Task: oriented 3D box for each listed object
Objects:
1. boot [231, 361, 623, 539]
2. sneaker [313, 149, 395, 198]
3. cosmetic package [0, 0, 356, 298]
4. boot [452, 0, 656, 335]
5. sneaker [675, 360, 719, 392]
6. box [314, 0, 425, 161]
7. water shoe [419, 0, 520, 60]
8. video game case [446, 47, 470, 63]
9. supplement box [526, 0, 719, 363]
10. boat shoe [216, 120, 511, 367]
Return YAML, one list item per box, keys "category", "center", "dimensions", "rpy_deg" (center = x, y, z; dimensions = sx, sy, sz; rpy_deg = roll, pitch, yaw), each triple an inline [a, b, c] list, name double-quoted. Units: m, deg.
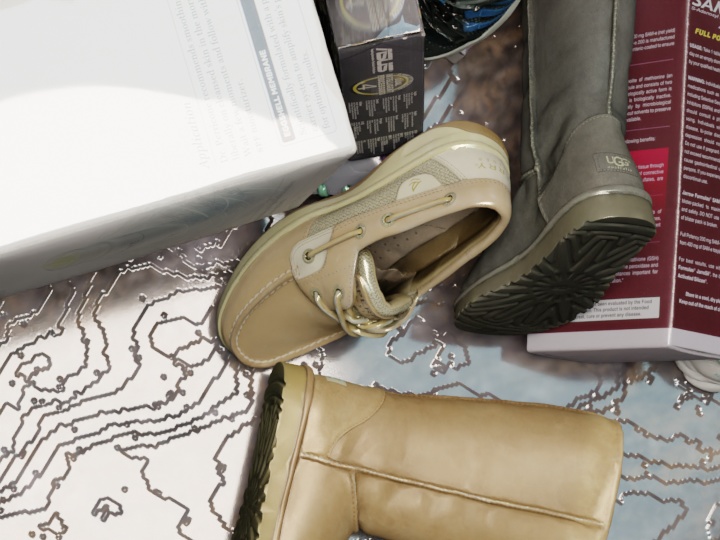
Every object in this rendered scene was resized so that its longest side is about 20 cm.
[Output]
- category: "boot"
  center: [0.034, 0.147, 1.313]
  dimensions: [0.199, 0.066, 0.176]
  rpy_deg: [13, 90, -13]
- category: "sneaker"
  center: [-0.037, -0.063, 1.330]
  dimensions: [0.200, 0.074, 0.088]
  rpy_deg: [36, 90, 7]
- category: "cosmetic package"
  center: [-0.125, -0.071, 1.182]
  dimensions: [0.199, 0.199, 0.124]
  rpy_deg: [-16, 87, -11]
- category: "boot"
  center: [0.101, -0.083, 1.297]
  dimensions: [0.072, 0.182, 0.201]
  rpy_deg: [8, 61, -30]
- category: "sneaker"
  center: [0.219, -0.034, 1.358]
  dimensions: [0.070, 0.080, 0.201]
  rpy_deg: [3, 81, -7]
- category: "box"
  center: [-0.004, -0.159, 1.206]
  dimensions: [0.049, 0.200, 0.162]
  rpy_deg: [-9, 76, -1]
- category: "water shoe"
  center: [0.056, -0.166, 1.253]
  dimensions: [0.079, 0.200, 0.072]
  rpy_deg: [-35, 86, -39]
- category: "video game case"
  center: [0.038, -0.251, 1.374]
  dimensions: [0.181, 0.036, 0.200]
  rpy_deg: [34, 79, -4]
- category: "supplement box"
  center: [0.155, -0.051, 1.329]
  dimensions: [0.061, 0.109, 0.201]
  rpy_deg: [10, 81, -42]
- category: "boat shoe"
  center: [0.000, 0.000, 1.275]
  dimensions: [0.200, 0.065, 0.072]
  rpy_deg: [-35, 130, 25]
